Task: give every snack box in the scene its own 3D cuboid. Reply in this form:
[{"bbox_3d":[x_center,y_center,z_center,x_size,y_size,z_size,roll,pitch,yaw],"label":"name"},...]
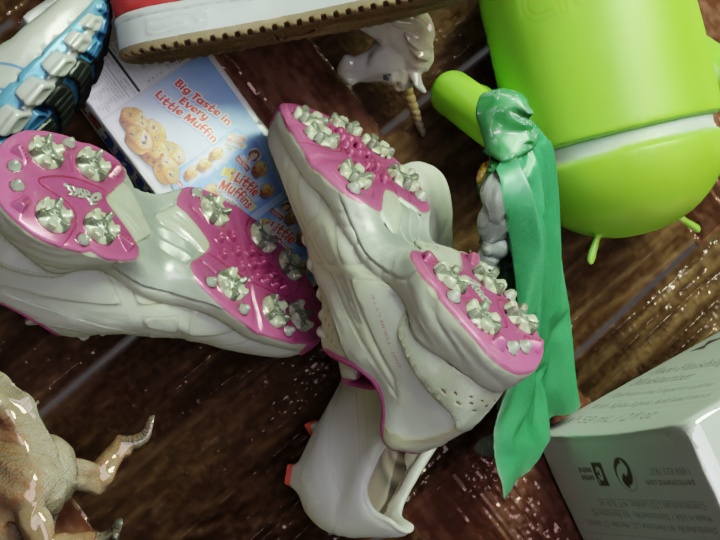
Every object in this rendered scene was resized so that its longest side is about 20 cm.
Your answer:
[{"bbox_3d":[-0.089,-0.068,0.772,0.072,0.024,0.200,-38,96,-20],"label":"snack box"}]

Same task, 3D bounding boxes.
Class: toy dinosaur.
[{"bbox_3d":[-0.181,0.115,0.691,0.135,0.086,0.200,18,94,-6],"label":"toy dinosaur"}]

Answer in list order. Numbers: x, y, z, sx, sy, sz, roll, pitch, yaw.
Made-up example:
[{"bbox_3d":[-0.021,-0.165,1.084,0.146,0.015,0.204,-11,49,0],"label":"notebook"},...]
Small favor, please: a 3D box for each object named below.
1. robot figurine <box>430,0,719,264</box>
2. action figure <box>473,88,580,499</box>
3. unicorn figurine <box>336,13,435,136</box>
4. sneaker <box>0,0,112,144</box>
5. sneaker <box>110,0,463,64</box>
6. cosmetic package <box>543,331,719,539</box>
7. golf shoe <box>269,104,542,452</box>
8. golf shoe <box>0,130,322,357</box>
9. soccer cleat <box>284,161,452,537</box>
[{"bbox_3d":[0.133,-0.109,0.806,0.175,0.116,0.200,-14,91,-22],"label":"robot figurine"},{"bbox_3d":[0.079,0.001,0.753,0.055,0.118,0.200,6,120,19],"label":"action figure"},{"bbox_3d":[-0.029,-0.170,0.777,0.137,0.074,0.200,-1,96,-6],"label":"unicorn figurine"},{"bbox_3d":[-0.201,-0.071,0.703,0.087,0.075,0.200,39,81,5],"label":"sneaker"},{"bbox_3d":[-0.027,-0.171,0.712,0.200,0.071,0.113,-10,90,-5],"label":"sneaker"},{"bbox_3d":[0.240,0.114,0.792,0.200,0.165,0.165,-26,92,-21],"label":"cosmetic package"},{"bbox_3d":[0.000,0.000,0.705,0.075,0.092,0.200,10,35,-44],"label":"golf shoe"},{"bbox_3d":[-0.108,0.001,0.712,0.200,0.091,0.075,26,42,-36],"label":"golf shoe"},{"bbox_3d":[0.023,0.042,0.764,0.069,0.077,0.200,26,77,-48],"label":"soccer cleat"}]
